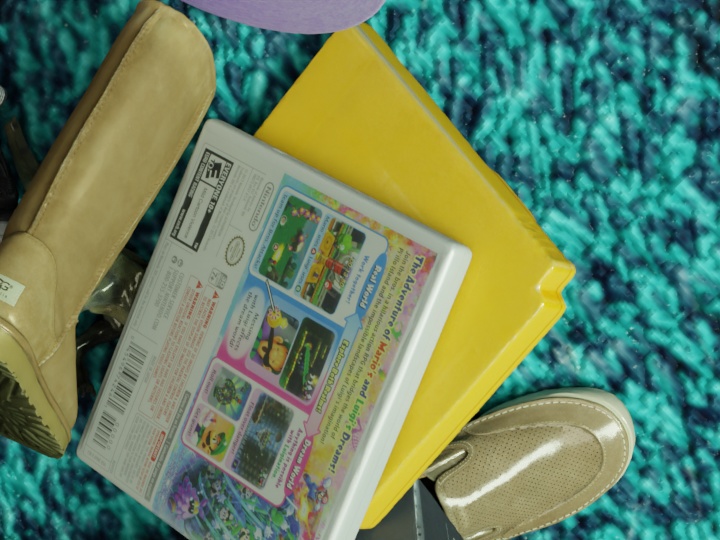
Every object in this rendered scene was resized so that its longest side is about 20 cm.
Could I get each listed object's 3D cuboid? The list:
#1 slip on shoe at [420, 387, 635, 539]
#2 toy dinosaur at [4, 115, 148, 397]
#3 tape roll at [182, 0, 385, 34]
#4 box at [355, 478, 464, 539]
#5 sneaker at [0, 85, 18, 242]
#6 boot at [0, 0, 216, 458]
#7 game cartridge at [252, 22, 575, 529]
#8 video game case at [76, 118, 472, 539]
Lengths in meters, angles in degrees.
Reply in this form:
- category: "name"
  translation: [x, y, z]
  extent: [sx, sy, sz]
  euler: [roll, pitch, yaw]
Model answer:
- category: "slip on shoe"
  translation: [0.058, 0.123, 0.980]
  extent: [0.198, 0.061, 0.077]
  euler: [-16, 105, 14]
- category: "toy dinosaur"
  translation: [-0.151, 0.016, 0.989]
  extent: [0.088, 0.047, 0.200]
  euler: [-44, 96, 5]
- category: "tape roll"
  translation: [-0.064, -0.197, 0.827]
  extent: [0.198, 0.200, 0.066]
  euler: [24, 70, 1]
- category: "box"
  translation: [0.010, 0.225, 0.958]
  extent: [0.147, 0.105, 0.200]
  euler: [-23, 132, 16]
- category: "sneaker"
  translation: [-0.263, -0.049, 0.975]
  extent: [0.198, 0.075, 0.115]
  euler: [-6, 83, 31]
- category: "boot"
  translation: [-0.138, -0.015, 0.920]
  extent: [0.066, 0.176, 0.201]
  euler: [26, 67, 5]
- category: "game cartridge"
  translation: [0.000, 0.000, 0.908]
  extent: [0.177, 0.032, 0.201]
  euler: [-49, 60, 20]
- category: "video game case"
  translation: [-0.051, 0.046, 0.905]
  extent: [0.181, 0.024, 0.202]
  euler: [28, 99, 35]
